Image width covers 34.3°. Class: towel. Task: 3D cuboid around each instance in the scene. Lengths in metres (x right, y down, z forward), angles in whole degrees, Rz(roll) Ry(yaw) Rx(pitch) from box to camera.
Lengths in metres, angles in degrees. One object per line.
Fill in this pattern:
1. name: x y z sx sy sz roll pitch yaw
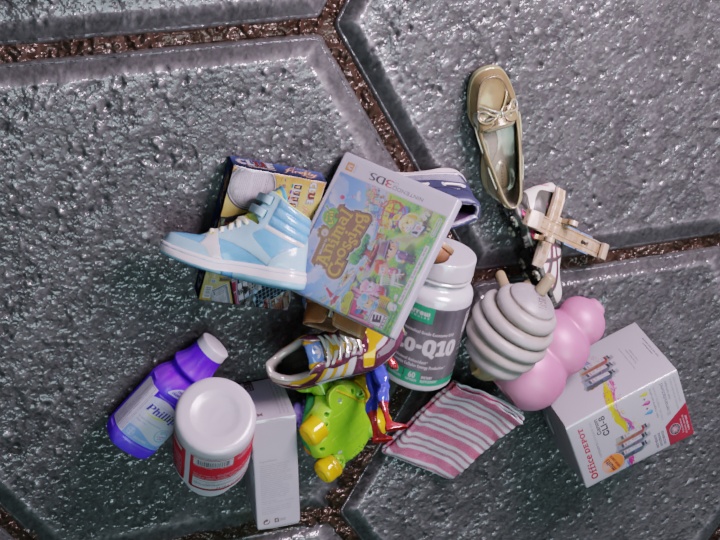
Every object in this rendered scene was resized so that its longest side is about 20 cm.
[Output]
1. towel: 0.143 0.255 1.821 0.145 0.030 0.200 25 127 -26

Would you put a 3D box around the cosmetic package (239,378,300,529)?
1. cosmetic package: -0.135 0.272 1.729 0.073 0.102 0.203 -8 122 -15

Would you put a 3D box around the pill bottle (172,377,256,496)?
1. pill bottle: -0.206 0.240 1.622 0.110 0.114 0.201 -7 151 -14

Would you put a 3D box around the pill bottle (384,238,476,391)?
1. pill bottle: 0.099 0.061 1.680 0.111 0.113 0.203 2 117 -19

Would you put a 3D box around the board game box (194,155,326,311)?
1. board game box: -0.138 -0.047 1.587 0.133 0.035 0.203 9 115 -22

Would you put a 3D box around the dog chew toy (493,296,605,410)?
1. dog chew toy: 0.292 0.119 1.779 0.199 0.125 0.125 -41 123 -2

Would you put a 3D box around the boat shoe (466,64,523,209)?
1. boat shoe: 0.192 -0.183 1.603 0.072 0.063 0.203 -14 122 -10

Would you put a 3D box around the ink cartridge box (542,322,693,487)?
1. ink cartridge box: 0.396 0.213 1.847 0.198 0.145 0.147 -26 124 -1

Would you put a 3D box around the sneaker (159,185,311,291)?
1. sneaker: -0.156 -0.055 1.520 0.197 0.080 0.133 13 88 -3

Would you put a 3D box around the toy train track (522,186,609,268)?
1. toy train track: 0.306 -0.048 1.677 0.198 0.032 0.116 19 88 -44

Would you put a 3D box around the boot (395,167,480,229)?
1. boot: 0.063 -0.090 1.595 0.197 0.091 0.074 -13 123 -10

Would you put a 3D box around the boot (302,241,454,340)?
1. boot: 0.021 0.018 1.564 0.074 0.197 0.157 45 56 -57

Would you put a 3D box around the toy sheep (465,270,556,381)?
1. toy sheep: 0.217 0.080 1.674 0.136 0.139 0.202 13 123 -24

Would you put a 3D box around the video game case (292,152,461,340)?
1. video game case: 0.013 -0.035 1.534 0.202 0.180 0.022 -63 156 -6

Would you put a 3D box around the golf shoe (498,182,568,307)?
1. golf shoe: 0.274 -0.033 1.711 0.087 0.077 0.202 -30 125 -11

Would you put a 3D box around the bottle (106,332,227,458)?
1. bottle: -0.269 0.175 1.649 0.200 0.065 0.083 -46 129 9

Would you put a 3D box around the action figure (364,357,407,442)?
1. action figure: 0.021 0.141 1.662 0.051 0.203 0.066 -1 151 -28

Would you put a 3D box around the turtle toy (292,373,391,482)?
1. turtle toy: -0.046 0.201 1.716 0.145 0.100 0.202 -38 127 -26

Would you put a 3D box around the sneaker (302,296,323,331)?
1. sneaker: 0.000 0.000 1.644 0.200 0.072 0.073 -44 90 -1

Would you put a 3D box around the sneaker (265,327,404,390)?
1. sneaker: -0.035 0.113 1.601 0.198 0.076 0.090 -25 165 11
